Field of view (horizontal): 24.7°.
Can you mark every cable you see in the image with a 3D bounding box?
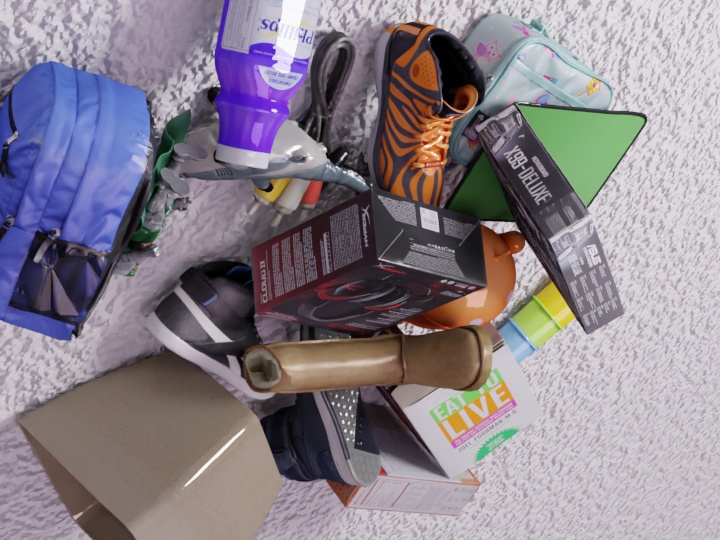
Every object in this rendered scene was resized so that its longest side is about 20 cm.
[{"bbox_3d":[-0.037,-0.131,1.582,0.097,0.050,0.200,4,125,-45],"label":"cable"}]

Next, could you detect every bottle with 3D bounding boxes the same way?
[{"bbox_3d":[-0.084,-0.189,1.419,0.083,0.065,0.200,8,96,-42],"label":"bottle"}]

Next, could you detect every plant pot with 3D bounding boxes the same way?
[{"bbox_3d":[-0.195,0.204,1.667,0.177,0.200,0.200,-39,143,-21],"label":"plant pot"}]

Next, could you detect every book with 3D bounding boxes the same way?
[{"bbox_3d":[0.119,0.145,1.814,0.134,0.048,0.200,-36,146,-1],"label":"book"}]

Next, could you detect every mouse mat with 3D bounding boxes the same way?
[{"bbox_3d":[0.192,-0.108,1.706,0.200,0.008,0.161,0,135,-37],"label":"mouse mat"}]

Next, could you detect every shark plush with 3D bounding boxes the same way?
[{"bbox_3d":[-0.084,-0.107,1.537,0.200,0.091,0.083,1,141,-32],"label":"shark plush"}]

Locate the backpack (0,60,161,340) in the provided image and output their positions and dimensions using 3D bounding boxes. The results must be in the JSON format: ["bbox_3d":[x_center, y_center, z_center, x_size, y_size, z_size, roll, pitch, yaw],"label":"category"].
[{"bbox_3d":[-0.262,-0.069,1.358,0.168,0.163,0.200,19,116,-27],"label":"backpack"}]

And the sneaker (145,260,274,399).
[{"bbox_3d":[-0.117,0.057,1.676,0.112,0.073,0.200,-48,142,7],"label":"sneaker"}]

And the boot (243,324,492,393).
[{"bbox_3d":[0.007,0.094,1.620,0.200,0.175,0.066,-1,83,-26],"label":"boot"}]

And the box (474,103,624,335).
[{"bbox_3d":[0.190,-0.048,1.637,0.050,0.158,0.200,-30,144,1],"label":"box"}]

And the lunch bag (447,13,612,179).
[{"bbox_3d":[0.164,-0.172,1.695,0.200,0.077,0.160,20,112,-50],"label":"lunch bag"}]

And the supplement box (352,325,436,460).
[{"bbox_3d":[0.048,0.122,1.853,0.061,0.109,0.200,-39,143,-3],"label":"supplement box"}]

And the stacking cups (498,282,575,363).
[{"bbox_3d":[0.180,0.087,1.986,0.200,0.061,0.061,-39,142,4],"label":"stacking cups"}]

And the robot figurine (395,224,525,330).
[{"bbox_3d":[0.091,0.007,1.719,0.144,0.200,0.117,9,86,-16],"label":"robot figurine"}]

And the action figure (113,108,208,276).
[{"bbox_3d":[-0.192,-0.047,1.484,0.200,0.055,0.118,-49,-167,55],"label":"action figure"}]

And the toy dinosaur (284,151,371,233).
[{"bbox_3d":[0.015,-0.076,1.648,0.200,0.047,0.088,-16,147,-46],"label":"toy dinosaur"}]

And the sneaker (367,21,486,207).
[{"bbox_3d":[0.065,-0.134,1.560,0.078,0.112,0.200,-15,107,-30],"label":"sneaker"}]

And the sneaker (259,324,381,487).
[{"bbox_3d":[-0.067,0.138,1.786,0.077,0.146,0.202,-24,106,-48],"label":"sneaker"}]

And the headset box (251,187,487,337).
[{"bbox_3d":[0.000,0.000,1.599,0.149,0.075,0.200,14,153,-41],"label":"headset box"}]

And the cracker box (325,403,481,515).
[{"bbox_3d":[0.028,0.217,1.906,0.200,0.134,0.058,14,117,-46],"label":"cracker box"}]
